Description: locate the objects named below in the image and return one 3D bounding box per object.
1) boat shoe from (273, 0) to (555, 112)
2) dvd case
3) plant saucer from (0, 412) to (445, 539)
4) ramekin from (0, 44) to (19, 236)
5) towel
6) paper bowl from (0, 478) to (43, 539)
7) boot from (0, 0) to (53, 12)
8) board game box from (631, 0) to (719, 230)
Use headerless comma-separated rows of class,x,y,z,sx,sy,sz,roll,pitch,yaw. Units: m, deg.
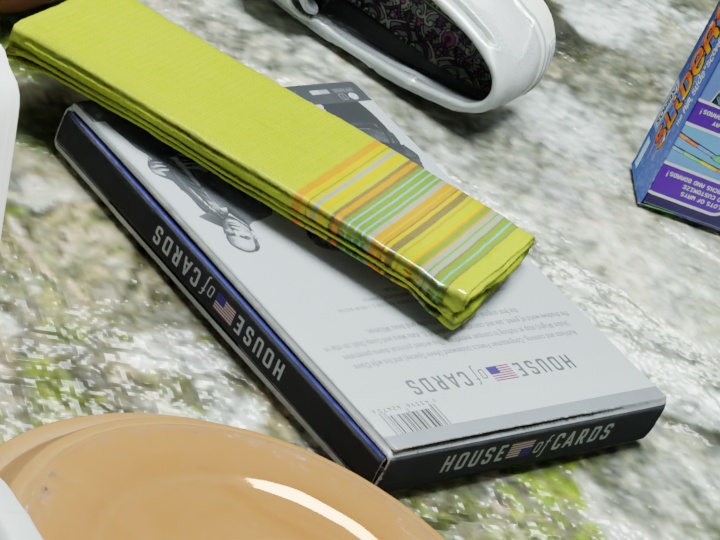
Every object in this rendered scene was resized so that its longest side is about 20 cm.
boat shoe,-0.011,-0.132,1.171,0.200,0.072,0.069,40,31,5
dvd case,0.000,0.000,1.007,0.150,0.025,0.200,-7,44,-44
plant saucer,-0.031,0.108,0.808,0.199,0.032,0.201,20,30,-12
ramekin,-0.191,-0.045,0.787,0.201,0.095,0.202,18,6,-2
towel,-0.032,-0.046,1.016,0.199,0.018,0.086,31,24,11
paper bowl,-0.174,0.100,0.634,0.199,0.105,0.201,19,31,-12
boot,-0.197,-0.166,1.081,0.200,0.077,0.155,46,39,18
board game box,0.234,-0.058,1.168,0.199,0.136,0.035,19,31,-13
